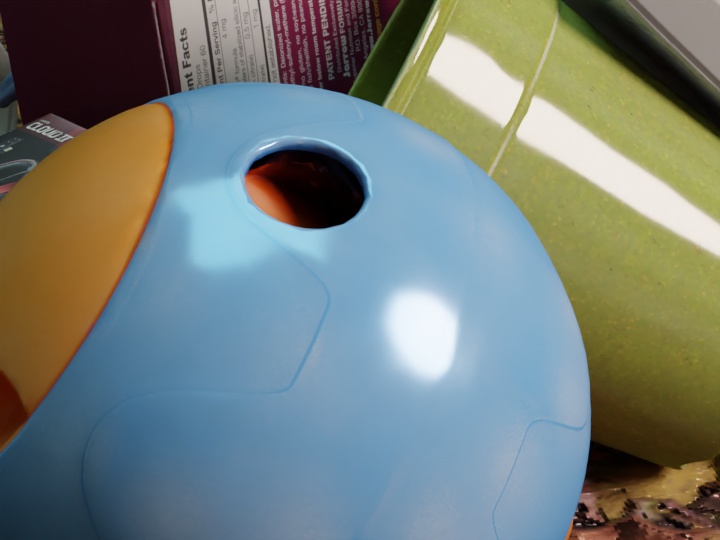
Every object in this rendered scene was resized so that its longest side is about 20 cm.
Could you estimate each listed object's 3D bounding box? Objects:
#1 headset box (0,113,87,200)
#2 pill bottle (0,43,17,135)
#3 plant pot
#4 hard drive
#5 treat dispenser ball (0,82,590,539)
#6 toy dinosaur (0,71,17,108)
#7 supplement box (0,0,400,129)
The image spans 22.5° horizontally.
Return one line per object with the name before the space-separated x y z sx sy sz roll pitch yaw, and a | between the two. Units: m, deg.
headset box | -0.159 0.007 0.784 0.200 0.075 0.149 -29 30 -27
pill bottle | -0.322 -0.098 1.106 0.200 0.112 0.111 4 19 13
plant pot | 0.077 -0.014 0.728 0.190 0.200 0.200 29 18 -7
hard drive | 0.124 -0.102 0.773 0.132 0.026 0.200 40 5 -20
treat dispenser ball | -0.031 0.044 0.546 0.200 0.201 0.201 0 19 0
toy dinosaur | -0.141 -0.099 0.996 0.105 0.182 0.200 -17 26 -41
supplement box | -0.061 -0.124 0.920 0.131 0.103 0.200 12 27 44
